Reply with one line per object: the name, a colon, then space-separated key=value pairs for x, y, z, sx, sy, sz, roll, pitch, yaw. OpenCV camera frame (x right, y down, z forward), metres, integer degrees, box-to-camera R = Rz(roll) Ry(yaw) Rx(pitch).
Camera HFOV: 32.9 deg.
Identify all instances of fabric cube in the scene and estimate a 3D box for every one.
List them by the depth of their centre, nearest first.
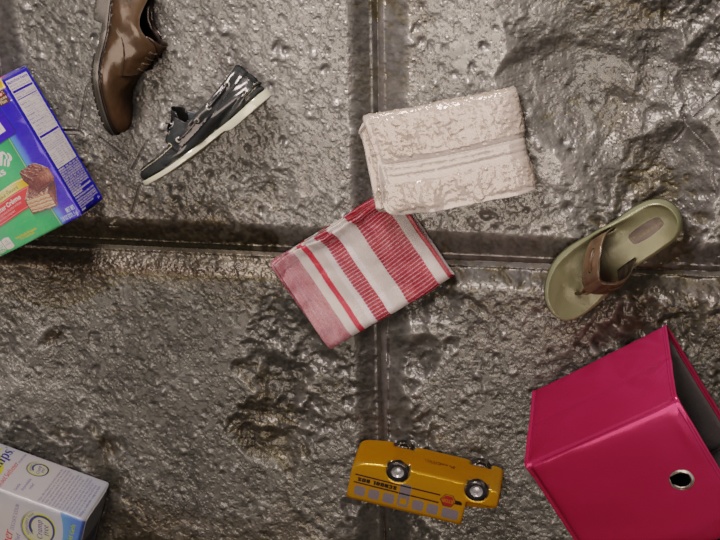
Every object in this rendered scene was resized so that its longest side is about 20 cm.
fabric cube: x=0.338 y=0.224 z=1.495 sx=0.199 sy=0.200 sz=0.196 roll=-28 pitch=105 yaw=20

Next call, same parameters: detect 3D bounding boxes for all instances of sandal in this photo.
sandal: x=0.302 y=-0.014 z=1.485 sx=0.080 sy=0.057 sz=0.201 roll=44 pitch=112 yaw=-8

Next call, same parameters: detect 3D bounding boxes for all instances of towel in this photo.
towel: x=0.104 y=-0.142 z=1.475 sx=0.200 sy=0.034 sz=0.133 roll=-11 pitch=106 yaw=9
towel: x=0.000 y=0.000 z=1.568 sx=0.200 sy=0.023 sz=0.144 roll=-31 pitch=104 yaw=20

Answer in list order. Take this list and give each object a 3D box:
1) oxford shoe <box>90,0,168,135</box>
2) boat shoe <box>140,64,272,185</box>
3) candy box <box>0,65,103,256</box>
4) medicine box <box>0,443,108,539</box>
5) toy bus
oxford shoe: x=-0.281 y=-0.259 z=1.492 sx=0.084 sy=0.073 sz=0.200 roll=10 pitch=113 yaw=5
boat shoe: x=-0.205 y=-0.182 z=1.507 sx=0.199 sy=0.075 sz=0.066 roll=-34 pitch=100 yaw=20
candy box: x=-0.460 y=-0.135 z=1.572 sx=0.169 sy=0.077 sz=0.200 roll=-24 pitch=104 yaw=19
medicine box: x=-0.489 y=0.372 z=1.764 sx=0.200 sy=0.103 sz=0.182 roll=19 pitch=114 yaw=2
toy bus: x=0.087 y=0.285 z=1.640 sx=0.200 sy=0.065 sz=0.078 roll=13 pitch=113 yaw=6
